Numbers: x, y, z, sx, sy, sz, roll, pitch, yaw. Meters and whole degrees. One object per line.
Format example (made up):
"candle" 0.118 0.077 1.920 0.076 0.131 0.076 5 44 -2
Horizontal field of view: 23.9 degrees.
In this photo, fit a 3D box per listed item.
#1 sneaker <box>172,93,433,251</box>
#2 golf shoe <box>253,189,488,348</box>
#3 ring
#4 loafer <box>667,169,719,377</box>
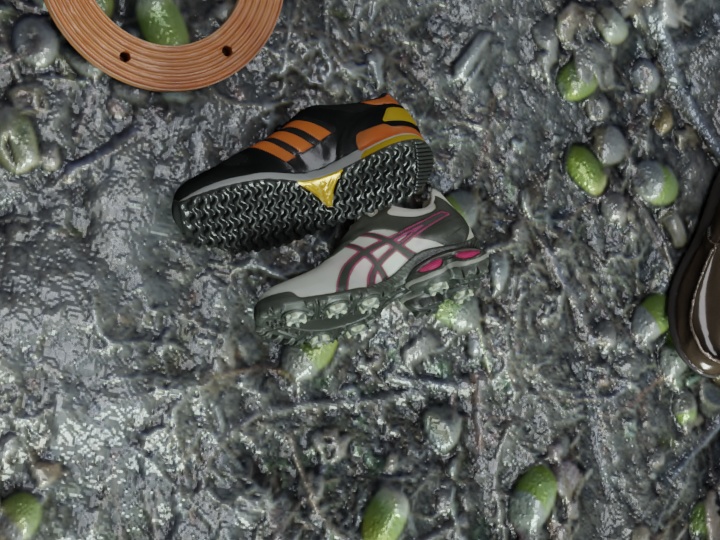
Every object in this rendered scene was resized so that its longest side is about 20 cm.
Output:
"sneaker" -0.050 -0.080 1.292 0.199 0.070 0.090 -16 46 -8
"golf shoe" 0.000 0.000 1.314 0.199 0.077 0.088 -15 68 -26
"ring" -0.151 -0.233 1.289 0.199 0.019 0.202 3 82 -26
"loafer" 0.319 -0.008 1.455 0.073 0.071 0.201 21 75 -21
